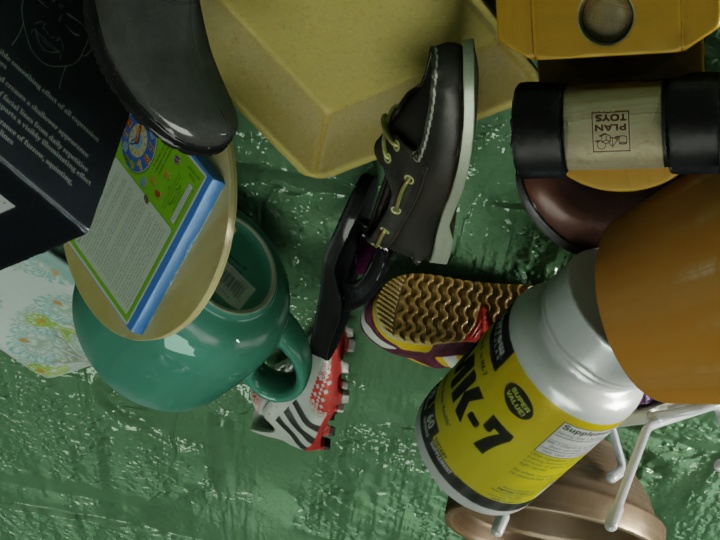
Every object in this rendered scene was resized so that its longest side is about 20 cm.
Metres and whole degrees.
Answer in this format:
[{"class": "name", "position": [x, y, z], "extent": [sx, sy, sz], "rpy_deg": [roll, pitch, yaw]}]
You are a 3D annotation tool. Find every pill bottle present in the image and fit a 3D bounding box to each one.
[{"class": "pill bottle", "position": [0.133, 0.081, 0.965], "extent": [0.113, 0.115, 0.200], "rpy_deg": [24, 133, -16]}]

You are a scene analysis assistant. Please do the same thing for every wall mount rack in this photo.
[{"class": "wall mount rack", "position": [0.195, 0.150, 1.051], "extent": [0.173, 0.075, 0.199], "rpy_deg": [-10, 175, -41]}]

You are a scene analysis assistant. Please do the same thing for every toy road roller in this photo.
[{"class": "toy road roller", "position": [0.152, -0.148, 0.793], "extent": [0.122, 0.146, 0.202], "rpy_deg": [-1, 104, 17]}]

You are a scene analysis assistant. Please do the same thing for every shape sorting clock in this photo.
[{"class": "shape sorting clock", "position": [-0.151, -0.052, 0.935], "extent": [0.199, 0.202, 0.039], "rpy_deg": [-26, 166, 40]}]

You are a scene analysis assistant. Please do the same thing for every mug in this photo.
[{"class": "mug", "position": [-0.118, 0.020, 1.043], "extent": [0.184, 0.153, 0.114], "rpy_deg": [4, 151, -38]}]

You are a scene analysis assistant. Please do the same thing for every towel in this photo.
[{"class": "towel", "position": [-0.286, 0.018, 1.163], "extent": [0.170, 0.048, 0.200], "rpy_deg": [-17, 134, 32]}]

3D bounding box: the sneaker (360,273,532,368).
[{"class": "sneaker", "position": [0.098, 0.048, 1.089], "extent": [0.198, 0.076, 0.090], "rpy_deg": [15, 166, -11]}]

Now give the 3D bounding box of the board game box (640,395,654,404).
[{"class": "board game box", "position": [0.161, 0.109, 1.122], "extent": [0.198, 0.033, 0.120], "rpy_deg": [-14, 179, 29]}]

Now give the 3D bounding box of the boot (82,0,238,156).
[{"class": "boot", "position": [-0.103, -0.175, 0.766], "extent": [0.131, 0.070, 0.201], "rpy_deg": [-29, 93, 36]}]

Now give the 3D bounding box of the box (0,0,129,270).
[{"class": "box", "position": [-0.226, -0.127, 0.829], "extent": [0.106, 0.201, 0.148], "rpy_deg": [-18, 134, 33]}]

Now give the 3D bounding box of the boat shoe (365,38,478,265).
[{"class": "boat shoe", "position": [0.038, -0.071, 0.858], "extent": [0.060, 0.072, 0.202], "rpy_deg": [6, 146, 0]}]

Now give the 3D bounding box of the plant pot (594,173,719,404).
[{"class": "plant pot", "position": [0.252, 0.001, 0.819], "extent": [0.182, 0.202, 0.200], "rpy_deg": [-19, 134, 40]}]

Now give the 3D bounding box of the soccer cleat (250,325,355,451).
[{"class": "soccer cleat", "position": [-0.055, 0.103, 1.197], "extent": [0.084, 0.069, 0.201], "rpy_deg": [10, 148, -4]}]

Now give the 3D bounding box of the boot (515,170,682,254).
[{"class": "boot", "position": [0.227, -0.070, 0.891], "extent": [0.187, 0.069, 0.200], "rpy_deg": [27, 140, -19]}]

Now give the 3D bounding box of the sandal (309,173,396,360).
[{"class": "sandal", "position": [0.000, 0.000, 1.032], "extent": [0.048, 0.076, 0.201], "rpy_deg": [21, 144, 7]}]

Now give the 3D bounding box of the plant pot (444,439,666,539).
[{"class": "plant pot", "position": [0.181, 0.202, 1.220], "extent": [0.199, 0.094, 0.201], "rpy_deg": [10, 158, 4]}]

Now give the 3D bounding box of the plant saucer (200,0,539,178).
[{"class": "plant saucer", "position": [-0.011, -0.161, 0.854], "extent": [0.199, 0.049, 0.200], "rpy_deg": [-17, 135, 34]}]
